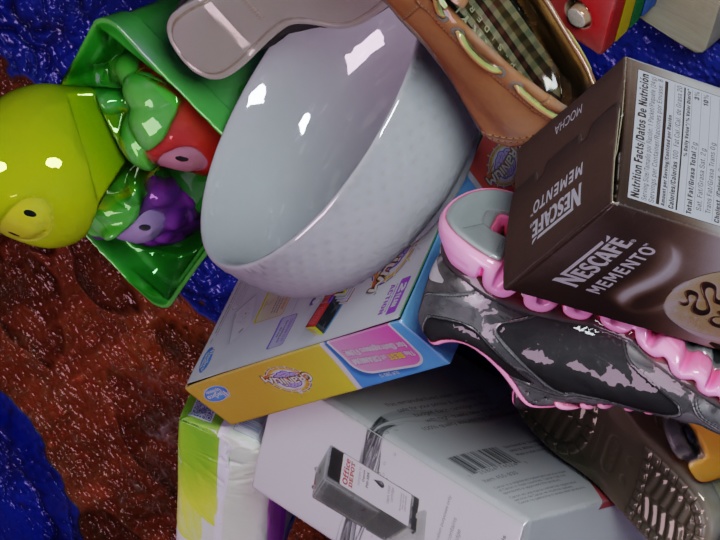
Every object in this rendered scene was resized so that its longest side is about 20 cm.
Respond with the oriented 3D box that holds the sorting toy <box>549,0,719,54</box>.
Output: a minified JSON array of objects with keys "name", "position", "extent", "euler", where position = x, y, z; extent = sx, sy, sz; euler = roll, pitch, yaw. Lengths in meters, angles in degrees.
[{"name":"sorting toy","position":[0.094,-0.211,1.310],"extent":[0.200,0.070,0.199],"euler":[36,146,19]}]

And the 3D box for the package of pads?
[{"name":"package of pads","position":[-0.062,0.099,1.741],"extent":[0.068,0.155,0.200],"euler":[18,144,8]}]

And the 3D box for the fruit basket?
[{"name":"fruit basket","position":[-0.149,-0.061,1.633],"extent":[0.156,0.216,0.216],"euler":[45,148,4]}]

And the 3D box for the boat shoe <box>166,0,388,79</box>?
[{"name":"boat shoe","position":[-0.032,-0.158,1.460],"extent":[0.067,0.057,0.200],"euler":[50,144,-16]}]

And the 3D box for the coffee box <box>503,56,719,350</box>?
[{"name":"coffee box","position":[0.182,-0.019,1.310],"extent":[0.200,0.080,0.113],"euler":[16,154,-18]}]

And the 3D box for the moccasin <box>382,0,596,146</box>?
[{"name":"moccasin","position":[0.046,-0.145,1.303],"extent":[0.078,0.074,0.202],"euler":[-10,118,50]}]

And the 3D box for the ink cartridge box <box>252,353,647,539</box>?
[{"name":"ink cartridge box","position":[0.059,0.124,1.603],"extent":[0.200,0.147,0.083],"euler":[30,115,37]}]

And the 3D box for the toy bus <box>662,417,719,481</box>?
[{"name":"toy bus","position":[0.163,0.009,1.443],"extent":[0.065,0.078,0.200],"euler":[-24,110,18]}]

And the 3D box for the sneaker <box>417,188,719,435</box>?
[{"name":"sneaker","position":[0.118,0.040,1.387],"extent":[0.200,0.079,0.096],"euler":[29,124,2]}]

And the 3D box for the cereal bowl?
[{"name":"cereal bowl","position":[0.003,-0.069,1.474],"extent":[0.083,0.200,0.200],"euler":[31,154,-24]}]

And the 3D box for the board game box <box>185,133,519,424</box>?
[{"name":"board game box","position":[0.000,0.000,1.548],"extent":[0.040,0.153,0.200],"euler":[40,147,-24]}]

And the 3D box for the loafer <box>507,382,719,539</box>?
[{"name":"loafer","position":[0.152,0.082,1.545],"extent":[0.200,0.068,0.076],"euler":[53,136,33]}]
